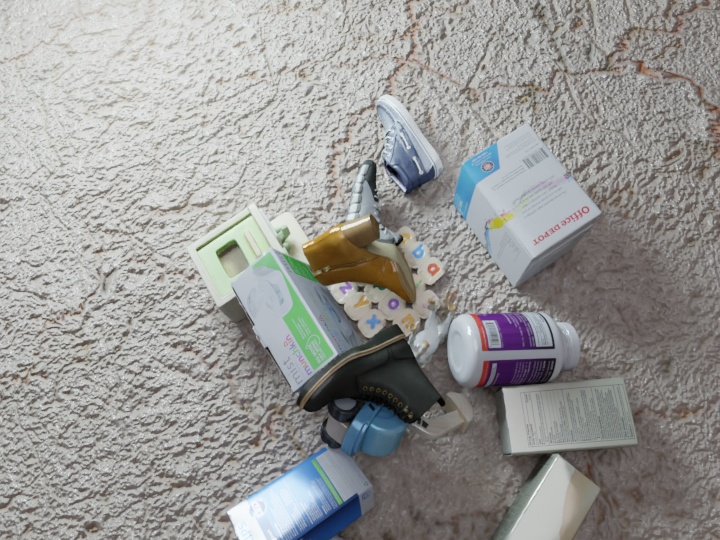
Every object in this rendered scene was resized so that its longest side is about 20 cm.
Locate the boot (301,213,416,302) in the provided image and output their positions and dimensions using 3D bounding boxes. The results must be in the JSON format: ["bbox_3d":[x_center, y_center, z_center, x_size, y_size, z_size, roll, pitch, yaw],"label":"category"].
[{"bbox_3d":[0.000,0.000,0.908,0.141,0.203,0.072,-23,36,21],"label":"boot"}]

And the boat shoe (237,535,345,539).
[{"bbox_3d":[-0.099,0.438,0.789,0.193,0.076,0.067,0,28,15],"label":"boat shoe"}]

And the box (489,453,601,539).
[{"bbox_3d":[0.260,0.382,0.782,0.077,0.095,0.202,35,78,14],"label":"box"}]

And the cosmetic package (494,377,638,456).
[{"bbox_3d":[0.320,0.234,0.840,0.193,0.071,0.109,-3,71,2],"label":"cosmetic package"}]

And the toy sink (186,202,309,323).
[{"bbox_3d":[-0.185,-0.027,0.944,0.197,0.113,0.132,-33,72,-8],"label":"toy sink"}]

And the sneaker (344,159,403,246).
[{"bbox_3d":[0.030,-0.093,0.966,0.112,0.075,0.206,15,82,4],"label":"sneaker"}]

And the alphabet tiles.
[{"bbox_3d":[0.050,0.020,0.964,0.194,0.015,0.201,-40,73,-9],"label":"alphabet tiles"}]

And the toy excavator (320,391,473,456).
[{"bbox_3d":[0.061,0.233,0.833,0.197,0.102,0.194,32,43,15],"label":"toy excavator"}]

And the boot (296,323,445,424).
[{"bbox_3d":[0.021,0.178,0.752,0.197,0.078,0.140,-29,71,-27],"label":"boot"}]

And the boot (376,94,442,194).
[{"bbox_3d":[0.069,-0.247,1.025,0.089,0.073,0.202,-31,72,-14],"label":"boot"}]

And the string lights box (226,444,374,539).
[{"bbox_3d":[-0.086,0.353,0.783,0.196,0.060,0.102,-26,41,-23],"label":"string lights box"}]

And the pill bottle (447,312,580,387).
[{"bbox_3d":[0.245,0.126,0.851,0.193,0.113,0.116,0,69,-11],"label":"pill bottle"}]

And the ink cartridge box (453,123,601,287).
[{"bbox_3d":[0.281,-0.109,0.924,0.144,0.147,0.203,-30,71,-8],"label":"ink cartridge box"}]

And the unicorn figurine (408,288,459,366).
[{"bbox_3d":[0.096,0.123,0.878,0.196,0.139,0.074,-27,60,-22],"label":"unicorn figurine"}]

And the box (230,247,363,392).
[{"bbox_3d":[-0.093,0.085,0.857,0.096,0.176,0.202,-37,71,8],"label":"box"}]
